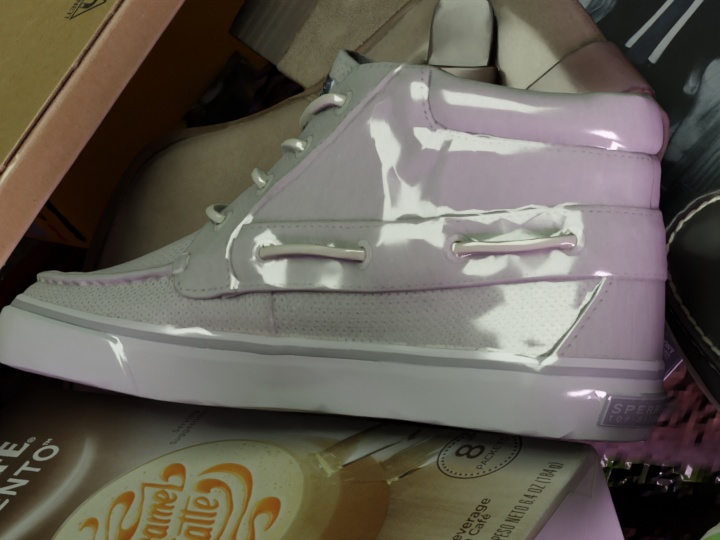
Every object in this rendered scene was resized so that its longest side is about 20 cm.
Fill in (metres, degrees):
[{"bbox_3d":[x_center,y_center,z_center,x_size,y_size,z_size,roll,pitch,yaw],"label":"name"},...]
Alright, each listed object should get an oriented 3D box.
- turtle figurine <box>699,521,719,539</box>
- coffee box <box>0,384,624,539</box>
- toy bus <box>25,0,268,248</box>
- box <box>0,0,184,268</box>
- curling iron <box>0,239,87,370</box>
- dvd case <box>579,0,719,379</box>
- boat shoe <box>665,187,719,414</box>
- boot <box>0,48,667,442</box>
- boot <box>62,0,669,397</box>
[{"bbox_3d":[0.077,0.139,0.581,0.194,0.144,0.200,-36,76,-32],"label":"turtle figurine"},{"bbox_3d":[-0.037,0.101,0.721,0.199,0.080,0.114,3,35,36],"label":"coffee box"},{"bbox_3d":[-0.055,-0.103,0.891,0.078,0.065,0.200,9,57,55],"label":"toy bus"},{"bbox_3d":[-0.125,-0.057,0.828,0.163,0.021,0.201,12,65,54],"label":"box"},{"bbox_3d":[-0.118,0.022,0.895,0.200,0.026,0.050,-43,34,1],"label":"curling iron"},{"bbox_3d":[0.105,-0.077,0.814,0.200,0.025,0.150,-47,45,-2],"label":"dvd case"},{"bbox_3d":[0.140,0.033,0.673,0.072,0.065,0.200,-40,50,-1],"label":"boat shoe"},{"bbox_3d":[-0.008,-0.010,0.725,0.199,0.073,0.096,4,89,27],"label":"boot"},{"bbox_3d":[0.000,0.000,0.786,0.146,0.070,0.201,34,108,36],"label":"boot"}]
